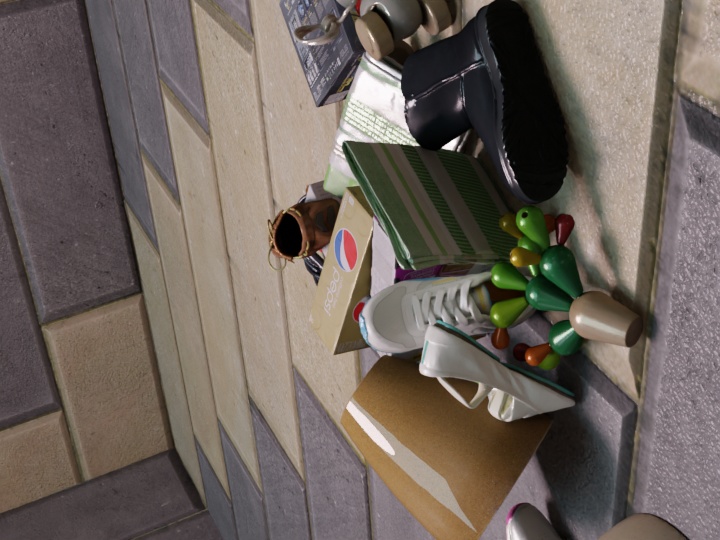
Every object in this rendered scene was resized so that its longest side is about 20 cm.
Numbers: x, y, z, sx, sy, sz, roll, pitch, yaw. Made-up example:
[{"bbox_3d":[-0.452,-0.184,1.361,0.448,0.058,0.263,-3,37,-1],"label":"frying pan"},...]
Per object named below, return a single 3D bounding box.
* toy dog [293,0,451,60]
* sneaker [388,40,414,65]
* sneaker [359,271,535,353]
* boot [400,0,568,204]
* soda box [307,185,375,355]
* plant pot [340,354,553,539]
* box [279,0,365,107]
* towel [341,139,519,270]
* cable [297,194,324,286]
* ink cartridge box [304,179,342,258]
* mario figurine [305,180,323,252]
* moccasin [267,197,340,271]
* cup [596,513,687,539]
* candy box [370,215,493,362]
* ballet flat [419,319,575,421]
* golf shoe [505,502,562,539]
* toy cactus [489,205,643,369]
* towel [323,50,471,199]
[{"bbox_3d":[0.010,-0.307,1.244,0.199,0.132,0.097,21,142,42],"label":"toy dog"},{"bbox_3d":[0.028,-0.185,1.369,0.112,0.070,0.202,-138,38,-59],"label":"sneaker"},{"bbox_3d":[0.094,0.036,1.197,0.081,0.198,0.077,146,112,-68],"label":"sneaker"},{"bbox_3d":[0.116,-0.146,1.125,0.168,0.076,0.202,-25,77,60],"label":"boot"},{"bbox_3d":[0.000,0.000,1.327,0.068,0.063,0.201,51,136,38],"label":"soda box"},{"bbox_3d":[0.083,0.189,1.267,0.199,0.187,0.187,33,148,12],"label":"plant pot"},{"bbox_3d":[-0.040,-0.319,1.461,0.159,0.051,0.200,69,161,6],"label":"box"},{"bbox_3d":[0.083,-0.065,1.156,0.023,0.199,0.154,-47,60,37],"label":"towel"},{"bbox_3d":[-0.051,-0.028,1.765,0.200,0.050,0.164,47,154,45],"label":"cable"},{"bbox_3d":[0.020,-0.028,1.458,0.201,0.115,0.068,63,158,20],"label":"ink cartridge box"},{"bbox_3d":[-0.022,-0.028,1.590,0.123,0.105,0.202,2,107,67],"label":"mario figurine"},{"bbox_3d":[-0.083,-0.043,1.430,0.201,0.077,0.074,0,107,68],"label":"moccasin"},{"bbox_3d":[0.258,0.363,1.124,0.201,0.142,0.202,53,154,41],"label":"cup"},{"bbox_3d":[0.082,0.010,1.295,0.061,0.135,0.201,55,155,39],"label":"candy box"},{"bbox_3d":[0.136,0.117,1.176,0.069,0.199,0.070,-38,37,36],"label":"ballet flat"},{"bbox_3d":[0.236,0.357,1.308,0.091,0.075,0.202,-41,70,53],"label":"golf shoe"},{"bbox_3d":[0.200,0.029,1.100,0.164,0.102,0.202,25,131,39],"label":"toy cactus"},{"bbox_3d":[0.040,-0.137,1.297,0.149,0.031,0.201,35,135,14],"label":"towel"}]
